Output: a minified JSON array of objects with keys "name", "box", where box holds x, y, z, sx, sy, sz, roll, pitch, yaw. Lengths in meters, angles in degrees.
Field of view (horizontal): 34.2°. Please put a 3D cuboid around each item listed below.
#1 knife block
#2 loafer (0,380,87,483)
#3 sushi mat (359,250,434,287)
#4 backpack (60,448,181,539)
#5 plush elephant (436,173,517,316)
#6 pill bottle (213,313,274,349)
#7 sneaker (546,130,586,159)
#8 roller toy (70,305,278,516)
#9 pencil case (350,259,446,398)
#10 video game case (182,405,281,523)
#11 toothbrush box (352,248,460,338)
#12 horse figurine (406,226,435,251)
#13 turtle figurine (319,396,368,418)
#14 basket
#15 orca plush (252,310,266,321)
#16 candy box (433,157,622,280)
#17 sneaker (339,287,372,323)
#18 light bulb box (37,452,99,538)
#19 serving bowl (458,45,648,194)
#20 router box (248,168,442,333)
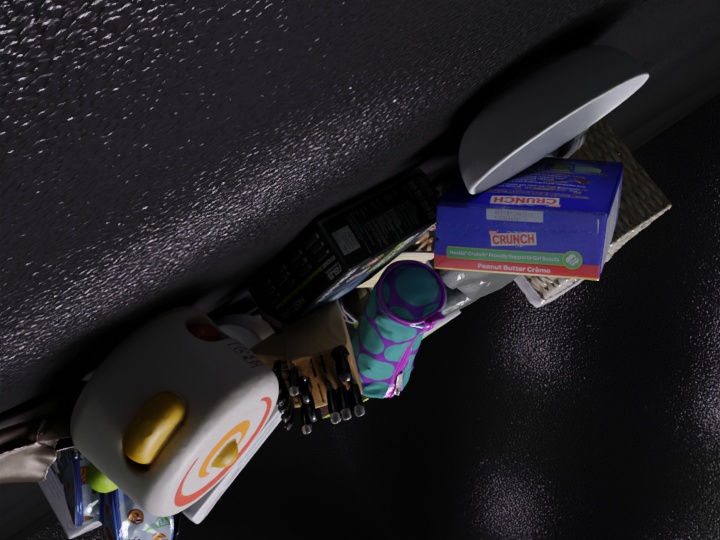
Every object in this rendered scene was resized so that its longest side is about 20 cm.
[{"name":"knife block","box":[-0.029,0.100,1.261,0.175,0.064,0.200,2,-154,41]},{"name":"loafer","box":[-0.331,0.176,1.148,0.200,0.071,0.073,-28,173,-39]},{"name":"sushi mat","box":[0.000,0.000,1.474,0.200,0.012,0.096,-1,151,-44]},{"name":"backpack","box":[-0.283,0.243,1.410,0.153,0.191,0.200,-15,171,-12]},{"name":"plush elephant","box":[0.127,-0.051,1.426,0.199,0.155,0.165,-23,162,-19]},{"name":"pill bottle","box":[-0.144,0.110,1.416,0.112,0.112,0.200,-32,175,0]},{"name":"sneaker","box":[0.225,-0.168,1.346,0.099,0.071,0.200,-46,172,-17]},{"name":"roller toy","box":[-0.174,0.139,1.139,0.182,0.140,0.200,-42,163,-34]},{"name":"pencil case","box":[0.041,0.074,1.381,0.085,0.093,0.200,-23,155,-25]},{"name":"video game case","box":[-0.146,0.223,1.431,0.200,0.024,0.182,-51,176,-14]},{"name":"toothbrush box","box":[0.051,0.047,1.804,0.086,0.146,0.200,-29,175,-24]},{"name":"horse figurine","box":[0.046,-0.030,1.542,0.199,0.050,0.132,-25,163,14]},{"name":"turtle figurine","box":[-0.055,0.103,1.474,0.064,0.162,0.200,-24,171,12]},{"name":"basket","box":[0.275,-0.095,1.584,0.198,0.200,0.161,-28,167,-44]},{"name":"orca plush","box":[-0.115,0.086,1.585,0.200,0.071,0.105,-34,175,11]},{"name":"candy box","box":[0.180,-0.061,1.221,0.168,0.077,0.200,6,-160,16]},{"name":"sneaker","box":[-0.034,0.059,1.630,0.115,0.075,0.200,-24,-166,-1]},{"name":"light bulb box","box":[-0.335,0.267,1.666,0.200,0.125,0.198,-31,174,-1]},{"name":"serving bowl","box":[0.171,-0.153,1.110,0.200,0.066,0.200,-33,175,-3]},{"name":"router box","box":[-0.016,-0.018,1.264,0.150,0.062,0.200,-31,175,-34]}]
